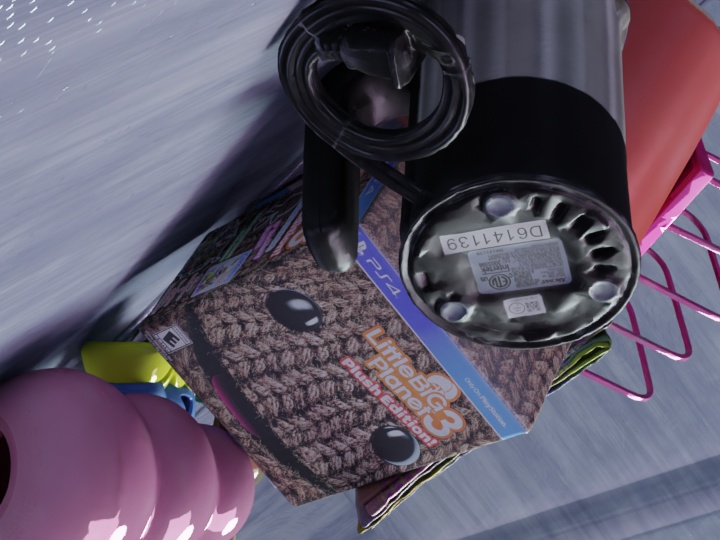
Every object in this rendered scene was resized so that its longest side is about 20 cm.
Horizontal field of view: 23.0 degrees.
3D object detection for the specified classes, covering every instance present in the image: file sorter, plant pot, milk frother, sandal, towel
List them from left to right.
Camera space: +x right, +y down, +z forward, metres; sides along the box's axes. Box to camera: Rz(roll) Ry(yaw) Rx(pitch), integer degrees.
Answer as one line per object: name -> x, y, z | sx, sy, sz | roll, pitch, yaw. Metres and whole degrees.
sandal -> -0.154, 0.100, 1.200 | 0.078, 0.088, 0.200 | 2, 171, 4
towel -> 0.067, 0.075, 1.110 | 0.199, 0.023, 0.144 | -38, -163, 6
milk frother -> 0.053, -0.098, 0.872 | 0.201, 0.178, 0.189 | 93, 1, -46
plant pot -> 0.145, -0.119, 1.172 | 0.178, 0.200, 0.200 | -52, 174, 10
file sorter -> 0.218, -0.024, 1.299 | 0.200, 0.125, 0.140 | -51, -152, 31

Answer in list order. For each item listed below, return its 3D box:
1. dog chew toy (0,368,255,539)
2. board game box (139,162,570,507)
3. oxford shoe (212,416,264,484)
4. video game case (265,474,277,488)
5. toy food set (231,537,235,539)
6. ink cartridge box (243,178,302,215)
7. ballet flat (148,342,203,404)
dog chew toy -> -0.144, 0.126, 1.058 | 0.199, 0.125, 0.124 | 12, 134, -46
board game box -> -0.002, 0.034, 1.052 | 0.199, 0.160, 0.097 | -24, -157, 41
oxford shoe -> -0.084, 0.104, 1.406 | 0.201, 0.070, 0.075 | -65, 180, -56
video game case -> 0.028, 0.099, 1.372 | 0.181, 0.023, 0.200 | -34, 175, 14
toy food set -> -0.173, 0.187, 1.330 | 0.048, 0.199, 0.200 | -25, -170, 39
ink cartridge box -> 0.000, 0.000, 1.256 | 0.085, 0.145, 0.200 | -49, 172, 31
ballet flat -> -0.139, 0.064, 1.345 | 0.070, 0.068, 0.200 | -14, 168, -15
